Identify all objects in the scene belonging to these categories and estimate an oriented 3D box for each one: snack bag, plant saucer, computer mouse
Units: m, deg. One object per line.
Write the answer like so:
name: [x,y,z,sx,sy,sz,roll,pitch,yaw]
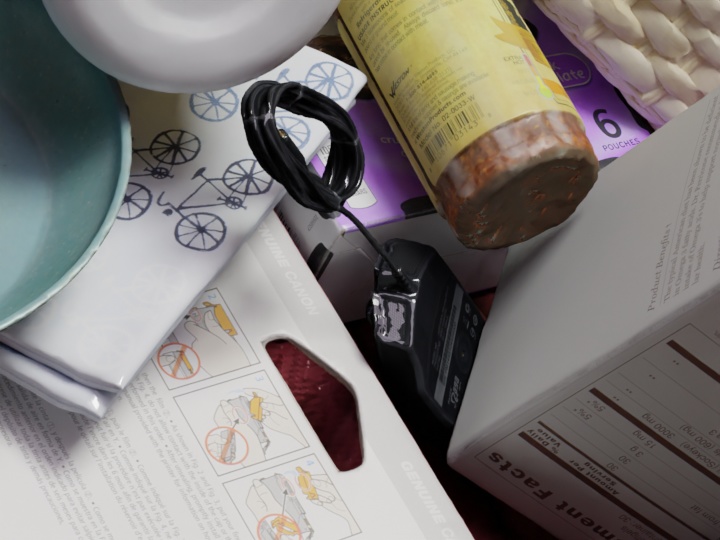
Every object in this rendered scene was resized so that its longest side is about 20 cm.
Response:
snack bag: [-0.124,-0.054,0.879,0.199,0.021,0.189,27,49,13]
plant saucer: [-0.175,-0.035,0.814,0.198,0.036,0.201,6,49,-6]
computer mouse: [0.000,0.000,0.884,0.034,0.200,0.059,-5,51,27]

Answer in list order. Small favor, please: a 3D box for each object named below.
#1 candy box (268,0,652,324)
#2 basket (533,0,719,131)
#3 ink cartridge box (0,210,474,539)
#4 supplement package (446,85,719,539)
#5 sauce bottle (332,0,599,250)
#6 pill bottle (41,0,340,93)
candy box: [-0.001,-0.085,1.009,0.167,0.072,0.201,-13,59,-35]
basket: [0.163,-0.167,1.014,0.200,0.198,0.161,43,19,-27]
ink cartridge box: [-0.070,0.070,0.853,0.175,0.045,0.201,-13,59,-34]
supplement package: [0.142,0.017,0.877,0.117,0.200,0.117,34,49,-18]
sauce bottle: [0.021,-0.102,0.938,0.066,0.066,0.201,-8,59,-33]
pill bottle: [-0.077,-0.152,0.874,0.111,0.113,0.200,7,27,-22]
